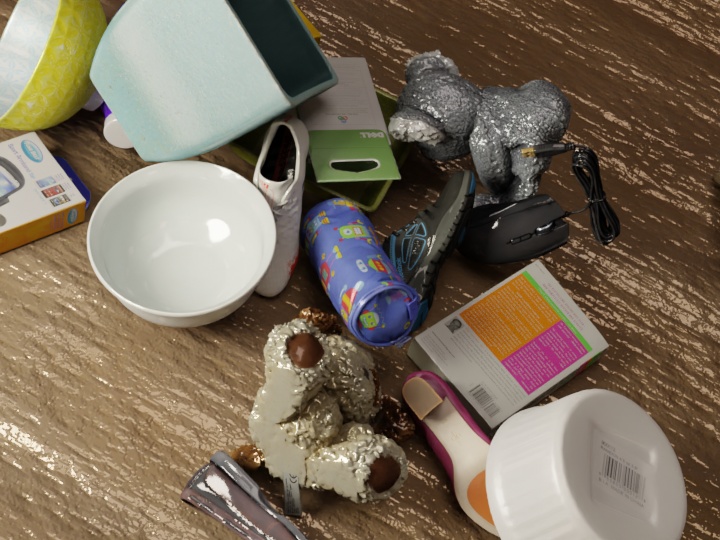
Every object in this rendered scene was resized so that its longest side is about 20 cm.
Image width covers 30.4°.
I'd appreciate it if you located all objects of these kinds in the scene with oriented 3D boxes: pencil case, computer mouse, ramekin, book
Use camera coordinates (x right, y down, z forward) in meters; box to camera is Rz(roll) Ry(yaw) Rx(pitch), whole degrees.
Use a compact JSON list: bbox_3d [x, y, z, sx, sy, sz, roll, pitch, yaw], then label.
[{"bbox_3d":[0.000,0.000,1.431,0.086,0.079,0.200,-11,36,-16],"label":"pencil case"},{"bbox_3d":[0.189,-0.071,1.514,0.198,0.141,0.046,-8,28,20],"label":"computer mouse"},{"bbox_3d":[0.231,0.217,1.316,0.199,0.098,0.202,17,57,-28],"label":"ramekin"},{"bbox_3d":[0.169,0.087,1.484,0.199,0.048,0.134,-28,66,-33],"label":"book"}]

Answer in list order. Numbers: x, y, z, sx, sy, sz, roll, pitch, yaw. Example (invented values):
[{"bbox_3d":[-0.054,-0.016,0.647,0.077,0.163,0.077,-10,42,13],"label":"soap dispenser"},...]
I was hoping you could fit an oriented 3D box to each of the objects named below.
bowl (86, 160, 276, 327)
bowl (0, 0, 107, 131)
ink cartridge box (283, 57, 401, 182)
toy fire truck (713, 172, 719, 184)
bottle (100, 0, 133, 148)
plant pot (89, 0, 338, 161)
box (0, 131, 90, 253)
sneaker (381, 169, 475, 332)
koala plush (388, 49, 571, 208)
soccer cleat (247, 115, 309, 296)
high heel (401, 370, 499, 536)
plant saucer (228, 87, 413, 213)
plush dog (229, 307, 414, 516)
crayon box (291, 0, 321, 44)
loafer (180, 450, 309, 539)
[{"bbox_3d":[-0.188,-0.013,1.413,0.199,0.091,0.203,2,54,-3],"label":"bowl"},{"bbox_3d":[-0.342,-0.242,1.522,0.107,0.200,0.201,22,43,-31],"label":"bowl"},{"bbox_3d":[-0.027,-0.162,1.555,0.103,0.060,0.201,-2,52,-18],"label":"ink cartridge box"},{"bbox_3d":[0.545,-0.071,1.698,0.174,0.129,0.202,1,61,-17],"label":"toy fire truck"},{"bbox_3d":[-0.274,-0.234,1.585,0.065,0.084,0.201,12,48,-16],"label":"bottle"},{"bbox_3d":[-0.175,-0.224,1.453,0.197,0.199,0.196,56,21,-5],"label":"plant pot"},{"bbox_3d":[-0.397,-0.080,1.449,0.199,0.042,0.119,-27,63,-31],"label":"box"},{"bbox_3d":[0.067,-0.034,1.497,0.081,0.073,0.201,24,74,17],"label":"sneaker"},{"bbox_3d":[0.131,-0.175,1.582,0.199,0.184,0.178,26,47,-5],"label":"koala plush"},{"bbox_3d":[-0.095,-0.072,1.454,0.068,0.085,0.202,10,91,4],"label":"soccer cleat"},{"bbox_3d":[0.109,0.192,1.385,0.067,0.096,0.200,-42,82,5],"label":"high heel"},{"bbox_3d":[-0.041,-0.160,1.621,0.198,0.048,0.201,26,49,5],"label":"plant saucer"},{"bbox_3d":[-0.037,0.136,1.340,0.201,0.160,0.172,56,37,-6],"label":"plush dog"},{"bbox_3d":[-0.176,-0.328,1.712,0.172,0.059,0.200,-21,61,-32],"label":"crayon box"},{"bbox_3d":[-0.092,0.259,1.254,0.063,0.072,0.200,-39,63,-17],"label":"loafer"}]
